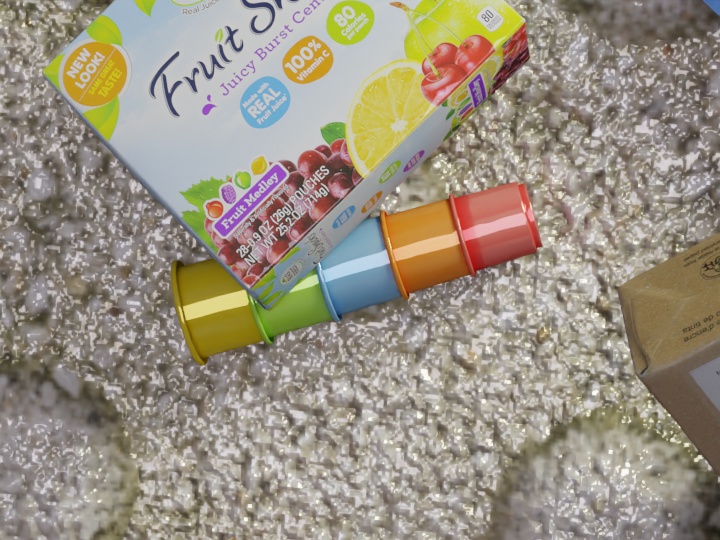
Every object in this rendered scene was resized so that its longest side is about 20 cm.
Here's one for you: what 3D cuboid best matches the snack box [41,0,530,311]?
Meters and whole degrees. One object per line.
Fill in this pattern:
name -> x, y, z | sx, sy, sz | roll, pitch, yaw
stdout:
snack box -> -0.038, -0.109, 1.167 | 0.200, 0.068, 0.169 | -43, 76, -4

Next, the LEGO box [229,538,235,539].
LEGO box -> -0.116, 0.267, 1.205 | 0.200, 0.077, 0.149 | -34, 86, 8

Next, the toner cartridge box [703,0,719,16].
toner cartridge box -> 0.268, -0.121, 1.134 | 0.200, 0.043, 0.095 | 46, 113, 16

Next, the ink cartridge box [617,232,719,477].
ink cartridge box -> 0.255, 0.034, 1.098 | 0.199, 0.075, 0.165 | -30, 126, 19

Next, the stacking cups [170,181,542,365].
stacking cups -> 0.000, 0.000, 1.203 | 0.199, 0.061, 0.061 | -14, 91, 3
